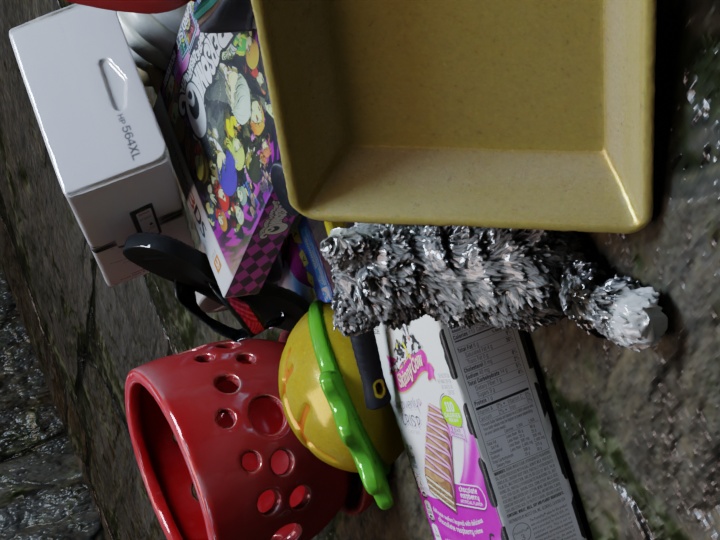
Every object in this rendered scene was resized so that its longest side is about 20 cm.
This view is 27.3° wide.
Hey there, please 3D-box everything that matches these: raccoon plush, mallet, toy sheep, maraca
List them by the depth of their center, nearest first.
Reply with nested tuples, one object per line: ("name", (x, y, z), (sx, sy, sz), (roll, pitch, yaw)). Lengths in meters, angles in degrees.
("raccoon plush", (0.063, 0.002, 0.845), (0.200, 0.133, 0.098), (19, 124, 65))
("mallet", (0.000, 0.000, 0.991), (0.041, 0.065, 0.202), (29, 146, 53))
("maraca", (-0.006, 0.097, 1.109), (0.138, 0.106, 0.200), (61, -174, -20))
("toy sheep", (-0.137, -0.219, 1.184), (0.200, 0.137, 0.139), (-43, 65, 39))

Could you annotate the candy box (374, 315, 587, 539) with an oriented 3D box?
("candy box", (0.071, 0.094, 1.008), (0.136, 0.060, 0.203), (-11, 96, 70))

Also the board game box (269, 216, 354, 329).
("board game box", (-0.068, -0.060, 1.257), (0.202, 0.041, 0.199), (70, 159, 2))

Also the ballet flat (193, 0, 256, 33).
("ballet flat", (-0.050, -0.188, 0.910), (0.074, 0.072, 0.200), (67, 154, 11))

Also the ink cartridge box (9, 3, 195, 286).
("ink cartridge box", (-0.197, -0.095, 1.150), (0.200, 0.083, 0.147), (90, 159, -70))

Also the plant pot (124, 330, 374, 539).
("plant pot", (-0.088, 0.153, 1.290), (0.201, 0.181, 0.202), (52, 153, 42))

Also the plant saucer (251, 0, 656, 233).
("plant saucer", (0.051, -0.113, 0.750), (0.049, 0.197, 0.202), (-73, -19, -46))

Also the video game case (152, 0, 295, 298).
("video game case", (-0.088, -0.111, 1.062), (0.183, 0.035, 0.201), (66, 148, 27))

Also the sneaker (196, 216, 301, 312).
("sneaker", (-0.099, -0.034, 1.217), (0.081, 0.070, 0.201), (66, 150, 24))

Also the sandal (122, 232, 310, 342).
("sandal", (-0.111, 0.024, 1.160), (0.074, 0.199, 0.046), (-6, 68, 38))

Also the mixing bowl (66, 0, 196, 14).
("mixing bowl", (-0.126, -0.238, 0.931), (0.108, 0.202, 0.200), (31, 160, -8))
